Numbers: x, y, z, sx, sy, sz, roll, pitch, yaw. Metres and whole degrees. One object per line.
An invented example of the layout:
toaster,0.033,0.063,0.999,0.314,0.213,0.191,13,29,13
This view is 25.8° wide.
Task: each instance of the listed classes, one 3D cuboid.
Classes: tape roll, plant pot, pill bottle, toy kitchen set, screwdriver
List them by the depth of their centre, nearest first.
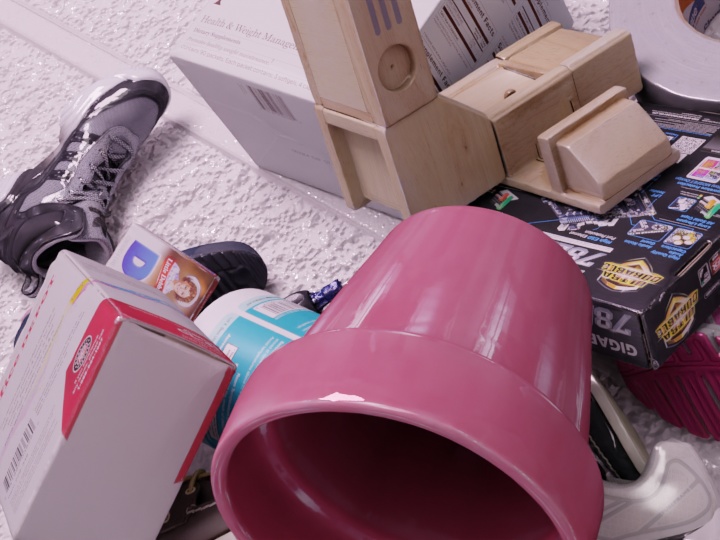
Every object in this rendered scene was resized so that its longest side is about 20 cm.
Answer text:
plant pot,0.043,0.071,0.840,0.199,0.200,0.179,-1,44,27
toy kitchen set,0.090,-0.138,0.962,0.200,0.181,0.163,-33,32,-24
pill bottle,-0.019,0.091,1.005,0.200,0.111,0.111,23,70,37
tape roll,0.273,-0.175,1.069,0.199,0.066,0.201,-13,54,18
screwdriver,0.000,0.000,1.111,0.200,0.028,0.029,-34,78,6

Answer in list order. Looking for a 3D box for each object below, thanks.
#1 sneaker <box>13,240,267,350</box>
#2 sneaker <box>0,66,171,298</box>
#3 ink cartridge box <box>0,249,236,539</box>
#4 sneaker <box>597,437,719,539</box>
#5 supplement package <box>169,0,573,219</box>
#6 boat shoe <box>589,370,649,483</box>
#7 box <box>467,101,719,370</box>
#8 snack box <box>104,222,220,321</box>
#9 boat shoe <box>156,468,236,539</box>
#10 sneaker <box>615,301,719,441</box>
sneaker,-0.166,0.017,1.163,0.199,0.070,0.082,-22,34,3
sneaker,-0.209,-0.064,1.238,0.200,0.075,0.114,-44,50,1
ink cartridge box,-0.165,0.083,0.985,0.148,0.085,0.200,-65,21,3
sneaker,0.114,0.155,0.894,0.199,0.075,0.081,-23,85,21
supplement package,0.011,-0.170,1.146,0.191,0.147,0.200,22,71,36
boat shoe,0.111,0.072,0.976,0.066,0.075,0.200,-36,49,3
box,0.156,-0.034,0.982,0.200,0.050,0.198,15,46,44
snack box,-0.181,0.070,1.103,0.072,0.024,0.200,33,94,4
boat shoe,-0.110,0.161,0.992,0.200,0.072,0.060,-33,73,35
sneaker,0.249,0.040,0.930,0.199,0.082,0.088,-10,27,33
